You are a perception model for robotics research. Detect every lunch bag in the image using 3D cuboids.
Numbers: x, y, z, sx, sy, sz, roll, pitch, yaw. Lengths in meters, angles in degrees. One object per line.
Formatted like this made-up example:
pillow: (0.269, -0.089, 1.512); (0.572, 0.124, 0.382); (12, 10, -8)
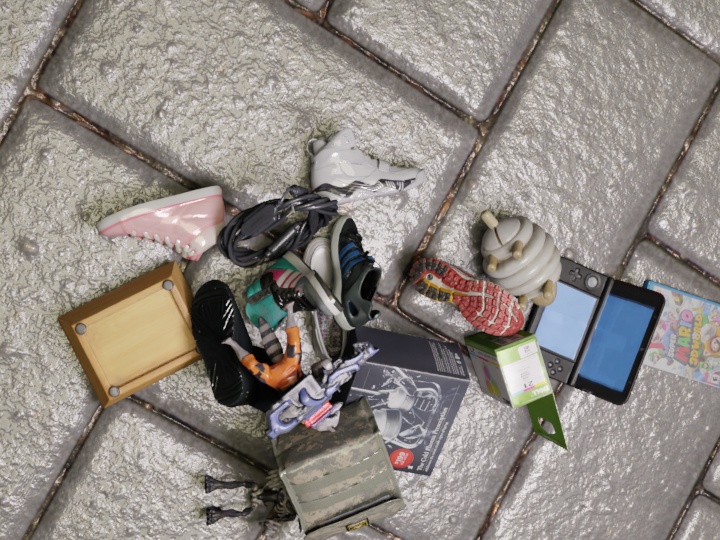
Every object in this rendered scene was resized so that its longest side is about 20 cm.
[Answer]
lunch bag: (-0.028, 0.320, 1.565); (0.163, 0.118, 0.201); (-20, 120, -4)

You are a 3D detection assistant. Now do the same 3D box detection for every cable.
cable: (-0.128, -0.066, 1.602); (0.163, 0.200, 0.051); (-2, 61, -51)

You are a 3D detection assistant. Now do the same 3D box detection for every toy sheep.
toy sheep: (0.259, -0.021, 1.704); (0.138, 0.138, 0.201); (-40, 113, -8)

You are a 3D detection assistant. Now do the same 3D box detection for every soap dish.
soap dish: (-0.337, 0.099, 1.592); (0.199, 0.081, 0.158); (-27, 99, -12)

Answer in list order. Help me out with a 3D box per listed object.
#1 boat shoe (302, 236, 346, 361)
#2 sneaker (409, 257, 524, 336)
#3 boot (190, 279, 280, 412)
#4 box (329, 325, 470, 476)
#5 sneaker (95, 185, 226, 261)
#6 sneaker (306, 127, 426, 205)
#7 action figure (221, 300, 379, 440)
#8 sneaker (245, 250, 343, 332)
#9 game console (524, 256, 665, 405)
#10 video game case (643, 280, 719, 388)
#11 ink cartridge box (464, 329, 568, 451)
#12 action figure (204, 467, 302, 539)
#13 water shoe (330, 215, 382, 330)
boat shoe: (-0.054, 0.048, 1.664); (0.071, 0.068, 0.202); (0, 94, -14)
sneaker: (0.178, 0.035, 1.688); (0.199, 0.082, 0.078); (32, 102, 10)
boot: (-0.179, 0.124, 1.605); (0.076, 0.168, 0.202); (-22, 71, 17)
box: (0.050, 0.206, 1.643); (0.181, 0.104, 0.201); (11, 119, -13)
sneaker: (-0.296, -0.057, 1.594); (0.199, 0.075, 0.106); (-16, 92, -16)
sneaker: (0.007, -0.171, 1.661); (0.198, 0.075, 0.116); (-12, 92, -18)
action figure: (-0.078, 0.141, 1.507); (0.199, 0.105, 0.194); (-31, 94, -10)
sneaker: (-0.110, 0.047, 1.566); (0.121, 0.200, 0.084); (-41, 118, -7)
game console: (0.383, 0.098, 1.749); (0.171, 0.119, 0.201); (22, 88, -14)
video game case: (0.573, 0.114, 1.848); (0.198, 0.018, 0.144); (17, 90, -14)
ink cartridge box: (0.256, 0.201, 1.709); (0.075, 0.148, 0.202); (-20, 98, -12)
action figure: (-0.145, 0.364, 1.647); (0.198, 0.102, 0.120); (-2, 92, -10)
water shoe: (0.000, 0.000, 1.633); (0.078, 0.072, 0.201); (-14, 57, 22)
